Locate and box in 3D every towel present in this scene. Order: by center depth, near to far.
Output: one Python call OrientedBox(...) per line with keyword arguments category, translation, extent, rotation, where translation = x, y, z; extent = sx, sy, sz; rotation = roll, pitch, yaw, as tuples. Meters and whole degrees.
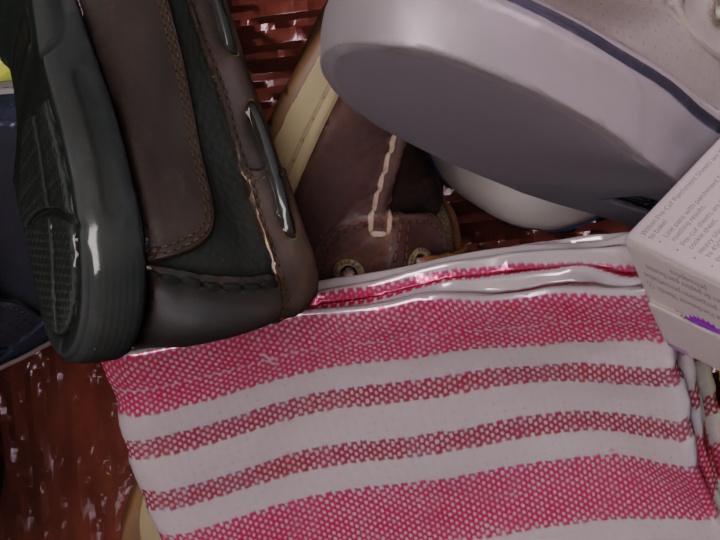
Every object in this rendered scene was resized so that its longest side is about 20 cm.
OrientedBox(category="towel", translation=(0.028, 0.092, 0.751), extent=(0.146, 0.030, 0.201), rotation=(-11, 112, 13))

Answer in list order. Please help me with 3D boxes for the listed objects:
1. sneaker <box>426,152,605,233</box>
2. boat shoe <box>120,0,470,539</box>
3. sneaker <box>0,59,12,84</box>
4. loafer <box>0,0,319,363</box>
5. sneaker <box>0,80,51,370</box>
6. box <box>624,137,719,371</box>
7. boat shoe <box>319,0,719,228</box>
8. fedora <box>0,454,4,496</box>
OrientedBox(category="sneaker", translation=(0.013, -0.101, 0.781), extent=(0.072, 0.072, 0.201), rotation=(-25, 84, 10))
OrientedBox(category="boat shoe", translation=(0.000, 0.000, 0.766), extent=(0.072, 0.072, 0.201), rotation=(22, 113, -1))
OrientedBox(category="sneaker", translation=(-0.148, -0.020, 0.815), extent=(0.199, 0.078, 0.091), rotation=(-25, 93, 15))
OrientedBox(category="loafer", translation=(-0.057, -0.071, 0.727), extent=(0.063, 0.072, 0.201), rotation=(-2, 65, -19))
OrientedBox(category="sneaker", translation=(-0.133, 0.019, 0.716), extent=(0.202, 0.146, 0.077), rotation=(-20, 106, -2))
OrientedBox(category="box", translation=(0.142, -0.055, 0.697), extent=(0.041, 0.039, 0.200), rotation=(26, 63, 42))
OrientedBox(category="boat shoe", translation=(0.069, -0.052, 0.713), extent=(0.071, 0.200, 0.070), rotation=(0, 77, 47))
OrientedBox(category="fedora", translation=(-0.187, 0.097, 0.788), extent=(0.200, 0.201, 0.092), rotation=(-2, 119, 13))
